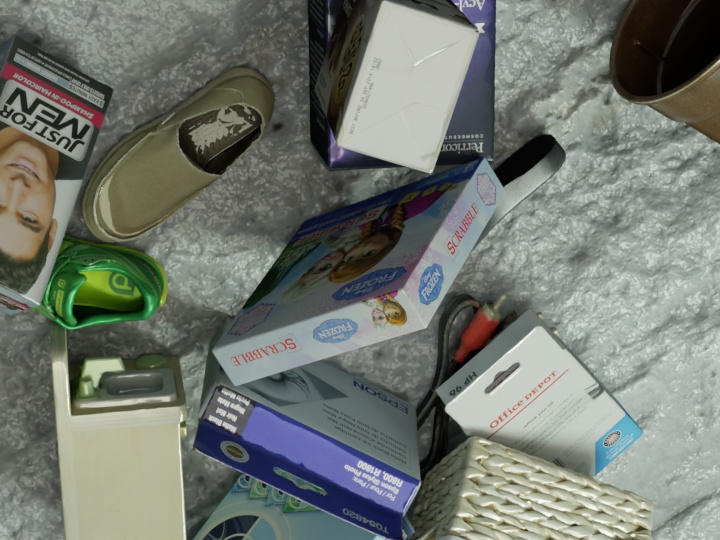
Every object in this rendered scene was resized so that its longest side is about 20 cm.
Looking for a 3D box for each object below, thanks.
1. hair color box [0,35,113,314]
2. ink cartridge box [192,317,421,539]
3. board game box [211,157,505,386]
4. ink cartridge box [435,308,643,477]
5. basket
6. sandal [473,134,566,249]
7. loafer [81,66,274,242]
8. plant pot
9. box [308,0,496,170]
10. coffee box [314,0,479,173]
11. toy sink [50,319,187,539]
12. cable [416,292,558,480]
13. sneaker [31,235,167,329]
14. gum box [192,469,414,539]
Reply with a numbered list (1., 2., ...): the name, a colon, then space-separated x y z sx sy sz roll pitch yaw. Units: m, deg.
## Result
1. hair color box: -0.282 -0.077 1.620 0.099 0.061 0.201 28 67 -28
2. ink cartridge box: -0.042 0.132 1.702 0.199 0.200 0.041 26 111 -11
3. board game box: 0.000 0.000 1.638 0.199 0.200 0.041 -19 114 34
4. ink cartridge box: 0.151 0.116 1.772 0.116 0.068 0.200 -41 132 4
5. basket: 0.145 0.244 1.744 0.199 0.136 0.124 22 60 -12
6. sandal: 0.091 -0.054 1.748 0.200 0.076 0.043 -44 111 -6
7. loafer: -0.156 -0.096 1.692 0.200 0.068 0.076 -42 109 5
8. plant pot: 0.351 -0.178 1.698 0.198 0.200 0.201 32 99 -25
9. box: 0.034 -0.192 1.676 0.147 0.104 0.201 -4 107 -9
10. coffee box: 0.025 -0.159 1.523 0.079 0.200 0.113 16 105 -10
11. toy sink: -0.206 0.141 1.725 0.111 0.130 0.201 -5 107 -8
12. cable: 0.085 0.103 1.801 0.097 0.050 0.200 34 98 -23
13. sneaker: -0.262 0.004 1.696 0.199 0.084 0.074 6 106 -9
14. gum box: -0.077 0.267 1.724 0.200 0.169 0.045 -54 136 -24
